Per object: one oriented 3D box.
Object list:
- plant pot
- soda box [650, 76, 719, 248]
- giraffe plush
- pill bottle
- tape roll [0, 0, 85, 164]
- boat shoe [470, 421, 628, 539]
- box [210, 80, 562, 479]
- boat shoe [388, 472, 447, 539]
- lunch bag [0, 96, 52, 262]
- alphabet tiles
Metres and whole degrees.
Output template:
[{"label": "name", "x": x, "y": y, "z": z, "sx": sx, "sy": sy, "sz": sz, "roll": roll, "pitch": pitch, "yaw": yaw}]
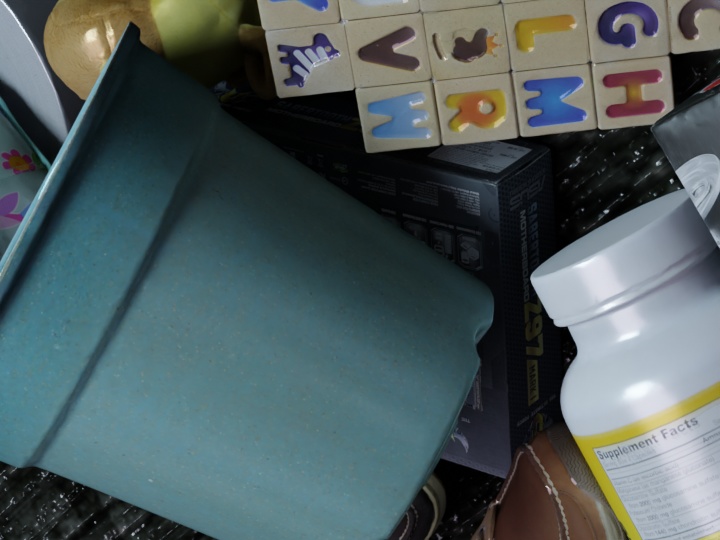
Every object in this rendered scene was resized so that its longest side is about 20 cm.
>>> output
[{"label": "plant pot", "x": -0.061, "y": 0.028, "z": 1.048, "sx": 0.196, "sy": 0.201, "sz": 0.200, "roll": 28, "pitch": 135, "yaw": -7}, {"label": "soda box", "x": 0.202, "y": 0.005, "z": 0.979, "sx": 0.063, "sy": 0.071, "sz": 0.200, "roll": -28, "pitch": 94, "yaw": 45}, {"label": "giraffe plush", "x": -0.106, "y": -0.150, "z": 1.127, "sx": 0.199, "sy": 0.173, "sz": 0.163, "roll": -16, "pitch": 117, "yaw": 10}, {"label": "pill bottle", "x": 0.154, "y": 0.071, "z": 1.031, "sx": 0.112, "sy": 0.112, "sz": 0.200, "roll": -24, "pitch": 97, "yaw": 46}, {"label": "tape roll", "x": -0.203, "y": -0.093, "z": 1.281, "sx": 0.200, "sy": 0.066, "sz": 0.201, "roll": 21, "pitch": 126, "yaw": 32}, {"label": "boat shoe", "x": 0.079, "y": 0.145, "z": 1.121, "sx": 0.200, "sy": 0.072, "sz": 0.076, "roll": 86, "pitch": 159, "yaw": -51}, {"label": "box", "x": 0.000, "y": 0.000, "z": 1.168, "sx": 0.200, "sy": 0.051, "sz": 0.158, "roll": 15, "pitch": 123, "yaw": 34}, {"label": "boat shoe", "x": -0.017, "y": 0.147, "z": 1.236, "sx": 0.073, "sy": 0.065, "sz": 0.200, "roll": 33, "pitch": 147, "yaw": -3}, {"label": "lunch bag", "x": -0.231, "y": -0.028, "z": 1.229, "sx": 0.200, "sy": 0.077, "sz": 0.161, "roll": 49, "pitch": 136, "yaw": 20}, {"label": "alphabet tiles", "x": 0.056, "y": -0.123, "z": 0.989, "sx": 0.199, "sy": 0.006, "sz": 0.167, "roll": -6, "pitch": 125, "yaw": 6}]
